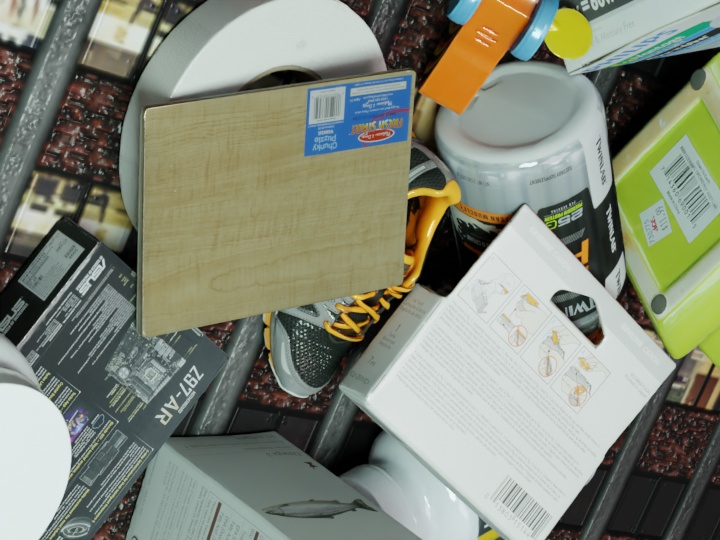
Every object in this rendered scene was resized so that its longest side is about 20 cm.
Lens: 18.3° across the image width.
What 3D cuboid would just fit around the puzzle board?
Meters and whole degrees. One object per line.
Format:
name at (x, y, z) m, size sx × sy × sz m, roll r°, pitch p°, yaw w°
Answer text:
puzzle board at (-0.054, -0.046, 1.423) m, size 0.199 × 0.017 × 0.152 m, roll -12°, pitch 116°, yaw -32°

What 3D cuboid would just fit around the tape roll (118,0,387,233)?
tape roll at (-0.066, -0.089, 1.445) m, size 0.202 × 0.037 × 0.204 m, roll -23°, pitch 127°, yaw -34°

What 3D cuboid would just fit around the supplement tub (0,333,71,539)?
supplement tub at (-0.263, 0.074, 1.222) m, size 0.144 × 0.199 × 0.146 m, roll -23°, pitch 128°, yaw -34°

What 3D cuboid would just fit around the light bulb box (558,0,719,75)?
light bulb box at (0.254, -0.232, 1.537) m, size 0.199 × 0.198 × 0.126 m, roll -14°, pitch 85°, yaw -39°

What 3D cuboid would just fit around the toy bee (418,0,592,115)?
toy bee at (0.111, -0.194, 1.491) m, size 0.131 × 0.199 × 0.109 m, roll 43°, pitch 47°, yaw -24°

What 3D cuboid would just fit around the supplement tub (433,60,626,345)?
supplement tub at (0.125, -0.039, 1.601) m, size 0.122 × 0.122 × 0.201 m, roll -36°, pitch 134°, yaw -24°

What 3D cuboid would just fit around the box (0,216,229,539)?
box at (-0.194, 0.090, 1.419) m, size 0.201 × 0.043 × 0.160 m, roll -53°, pitch 139°, yaw -7°

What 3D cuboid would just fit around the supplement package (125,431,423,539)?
supplement package at (-0.054, 0.205, 1.509) m, size 0.116 × 0.199 × 0.118 m, roll 2°, pitch 112°, yaw -46°

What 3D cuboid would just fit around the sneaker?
sneaker at (0.000, 0.000, 1.535) m, size 0.078 × 0.077 × 0.201 m, roll 14°, pitch 104°, yaw -50°

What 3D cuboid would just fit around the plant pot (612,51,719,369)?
plant pot at (0.299, -0.041, 1.684) m, size 0.181 × 0.201 × 0.199 m, roll 13°, pitch 132°, yaw -40°

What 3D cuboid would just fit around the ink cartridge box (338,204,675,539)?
ink cartridge box at (0.107, 0.074, 1.571) m, size 0.177 × 0.045 × 0.200 m, roll -51°, pitch 123°, yaw -8°

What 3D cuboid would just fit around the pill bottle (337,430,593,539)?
pill bottle at (0.076, 0.151, 1.674) m, size 0.199 × 0.112 × 0.113 m, roll -26°, pitch 130°, yaw -33°
